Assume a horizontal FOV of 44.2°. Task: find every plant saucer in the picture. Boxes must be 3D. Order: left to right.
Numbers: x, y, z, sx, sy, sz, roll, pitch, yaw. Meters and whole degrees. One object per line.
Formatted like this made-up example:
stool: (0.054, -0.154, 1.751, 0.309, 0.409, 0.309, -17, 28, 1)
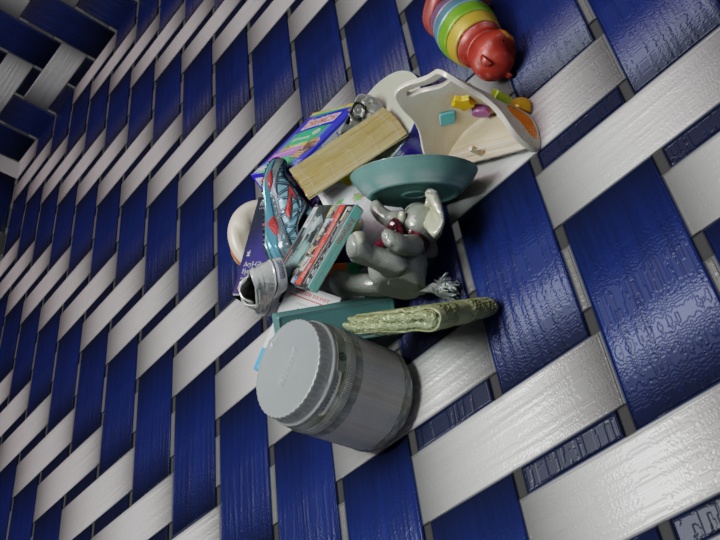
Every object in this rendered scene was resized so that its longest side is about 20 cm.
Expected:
plant saucer: (-0.035, 0.085, 1.378, 0.019, 0.197, 0.071, 168, 93, -78)
plant saucer: (0.083, -0.132, 1.368, 0.199, 0.198, 0.036, -15, 73, 48)

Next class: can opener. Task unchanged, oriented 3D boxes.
can opener: (-0.022, -0.215, 1.558, 0.202, 0.053, 0.067, -63, 2, 4)

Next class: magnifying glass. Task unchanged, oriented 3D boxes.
magnifying glass: (0.000, 0.000, 1.438, 0.197, 0.022, 0.080, 0, 58, 10)

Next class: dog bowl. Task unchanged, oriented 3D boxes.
dog bowl: (0.065, -0.245, 1.559, 0.199, 0.078, 0.202, -32, 45, 38)

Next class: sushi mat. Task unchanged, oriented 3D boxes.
sushi mat: (-0.021, -0.197, 1.483, 0.199, 0.012, 0.096, -33, 43, 0)

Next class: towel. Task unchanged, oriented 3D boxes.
towel: (0.086, 0.068, 1.277, 0.199, 0.147, 0.037, -11, 87, 47)

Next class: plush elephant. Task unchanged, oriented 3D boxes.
plush elephant: (0.063, -0.046, 1.348, 0.165, 0.197, 0.157, 104, 177, -62)

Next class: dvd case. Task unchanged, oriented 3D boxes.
dvd case: (-0.071, -0.039, 1.402, 0.147, 0.022, 0.200, -61, 21, -8)

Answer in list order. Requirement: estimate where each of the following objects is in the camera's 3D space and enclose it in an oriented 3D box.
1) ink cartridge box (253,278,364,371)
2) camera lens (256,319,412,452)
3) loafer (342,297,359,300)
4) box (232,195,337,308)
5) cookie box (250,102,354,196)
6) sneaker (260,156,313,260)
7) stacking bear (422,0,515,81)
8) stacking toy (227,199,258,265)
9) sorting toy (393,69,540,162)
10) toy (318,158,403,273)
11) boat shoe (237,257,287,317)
ink cartridge box: (-0.079, 0.092, 1.441, 0.114, 0.068, 0.202, 17, 81, 35)
camera lens: (-0.033, 0.171, 1.308, 0.159, 0.199, 0.162, -26, 52, 39)
loafer: (-0.022, 0.077, 1.481, 0.072, 0.063, 0.202, 29, 93, 58)
box: (-0.127, -0.027, 1.619, 0.146, 0.104, 0.202, -1, 68, 31)
cookie box: (-0.085, -0.225, 1.687, 0.170, 0.076, 0.200, -2, 41, 53)
sneaker: (-0.121, -0.104, 1.551, 0.094, 0.079, 0.203, -5, 72, 3)
stacking bear: (0.189, -0.387, 1.464, 0.114, 0.121, 0.201, -47, 45, 20)
stacking toy: (-0.222, -0.049, 1.803, 0.200, 0.145, 0.148, -28, 45, 62)
sorting toy: (0.150, -0.244, 1.353, 0.199, 0.179, 0.108, -8, 62, 51)
toy: (0.012, -0.097, 1.495, 0.114, 0.047, 0.201, -31, 79, 10)
boat shoe: (-0.169, 0.030, 1.454, 0.200, 0.065, 0.074, 120, 134, -63)
